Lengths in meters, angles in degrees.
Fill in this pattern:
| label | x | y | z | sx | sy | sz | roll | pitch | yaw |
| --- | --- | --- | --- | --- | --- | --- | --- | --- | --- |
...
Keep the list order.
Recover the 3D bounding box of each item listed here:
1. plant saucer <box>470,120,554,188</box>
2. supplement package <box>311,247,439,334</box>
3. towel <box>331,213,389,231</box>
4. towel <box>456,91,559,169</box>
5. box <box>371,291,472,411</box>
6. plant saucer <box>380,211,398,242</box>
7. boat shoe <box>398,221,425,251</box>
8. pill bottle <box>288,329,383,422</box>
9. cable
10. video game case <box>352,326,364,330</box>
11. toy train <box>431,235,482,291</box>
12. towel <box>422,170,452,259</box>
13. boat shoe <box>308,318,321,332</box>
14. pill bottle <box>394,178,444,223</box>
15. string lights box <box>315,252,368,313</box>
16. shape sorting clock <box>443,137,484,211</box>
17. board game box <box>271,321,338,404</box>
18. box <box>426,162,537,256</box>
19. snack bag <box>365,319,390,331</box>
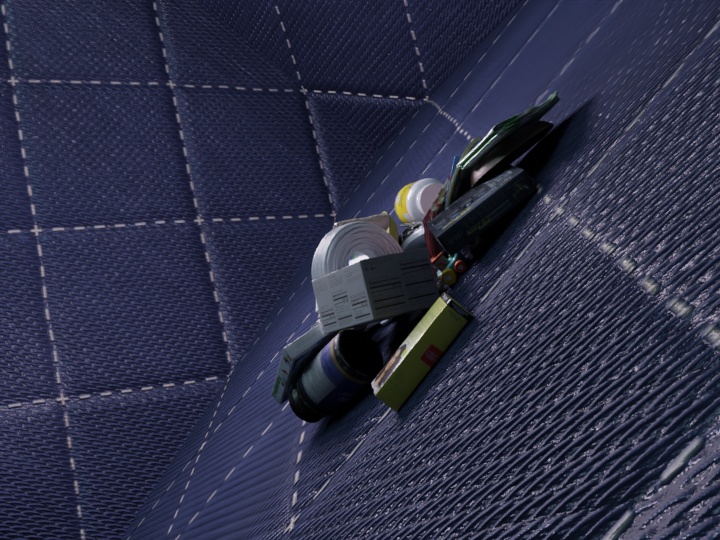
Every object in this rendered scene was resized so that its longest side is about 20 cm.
| label | x | y | z | sx | sy | sz | roll | pitch | yaw |
| --- | --- | --- | --- | --- | --- | --- | --- | --- | --- |
| plant saucer | 0.289 | -0.233 | 1.681 | 0.200 | 0.032 | 0.200 | -35 | -6 | -4 |
| supplement package | 0.027 | 0.040 | 1.625 | 0.155 | 0.112 | 0.200 | -11 | -5 | -31 |
| towel | -0.016 | -0.061 | 1.967 | 0.132 | 0.035 | 0.200 | -12 | -25 | -19 |
| towel | 0.285 | -0.267 | 1.655 | 0.200 | 0.023 | 0.153 | -33 | -7 | -32 |
| box | 0.098 | 0.132 | 1.407 | 0.200 | 0.050 | 0.075 | -52 | 9 | 3 |
| plant saucer | 0.057 | -0.036 | 2.010 | 0.200 | 0.031 | 0.201 | -174 | 90 | -80 |
| boat shoe | 0.123 | -0.076 | 1.961 | 0.199 | 0.073 | 0.069 | 130 | 135 | -64 |
| pill bottle | -0.054 | 0.211 | 1.671 | 0.200 | 0.112 | 0.112 | -47 | 11 | 36 |
| cable | 0.000 | 0.000 | 1.776 | 0.200 | 0.200 | 0.069 | -51 | 16 | -24 |
| video game case | -0.050 | 0.191 | 1.822 | 0.143 | 0.019 | 0.200 | -47 | -9 | -48 |
| toy train | 0.148 | -0.009 | 1.675 | 0.200 | 0.056 | 0.151 | -41 | 15 | 52 |
| towel | 0.185 | -0.121 | 1.800 | 0.200 | 0.023 | 0.144 | -58 | -27 | -32 |
| boat shoe | -0.068 | 0.122 | 1.924 | 0.075 | 0.062 | 0.200 | -45 | -11 | -50 |
| pill bottle | 0.154 | -0.160 | 2.042 | 0.112 | 0.112 | 0.200 | -53 | 9 | -6 |
| string lights box | -0.023 | 0.014 | 1.942 | 0.200 | 0.059 | 0.103 | -39 | 42 | 36 |
| shape sorting clock | 0.221 | -0.176 | 1.766 | 0.200 | 0.039 | 0.201 | -49 | -33 | -47 |
| board game box | -0.113 | 0.185 | 1.742 | 0.126 | 0.035 | 0.200 | -33 | -21 | -31 |
| box | 0.223 | -0.117 | 1.605 | 0.200 | 0.051 | 0.158 | -39 | 10 | 5 |
| snack bag | 0.087 | 0.047 | 1.882 | 0.189 | 0.021 | 0.200 | -57 | 7 | -29 |
